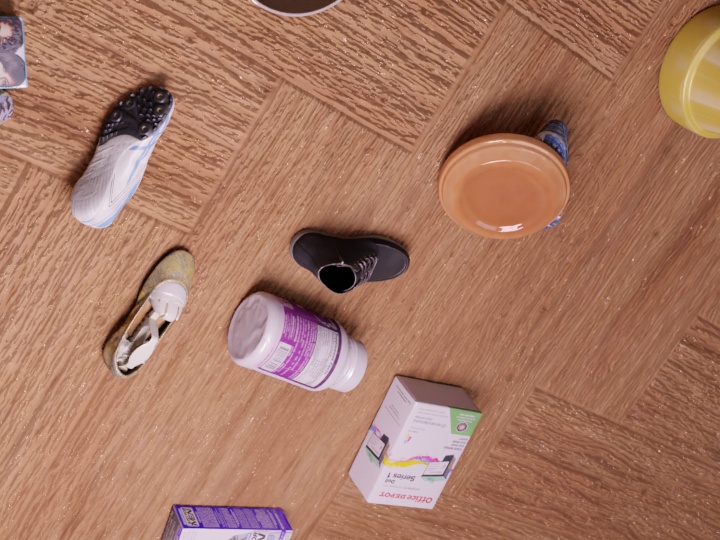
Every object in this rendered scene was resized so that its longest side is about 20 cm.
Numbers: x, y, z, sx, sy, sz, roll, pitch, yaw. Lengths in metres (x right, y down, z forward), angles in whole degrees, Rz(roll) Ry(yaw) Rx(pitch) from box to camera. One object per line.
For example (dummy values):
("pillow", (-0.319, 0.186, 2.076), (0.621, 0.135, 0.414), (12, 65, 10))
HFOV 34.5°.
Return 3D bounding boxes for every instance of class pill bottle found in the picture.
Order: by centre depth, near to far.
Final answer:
("pill bottle", (-0.088, 0.112, 1.711), (0.199, 0.112, 0.113), (24, 105, -36))

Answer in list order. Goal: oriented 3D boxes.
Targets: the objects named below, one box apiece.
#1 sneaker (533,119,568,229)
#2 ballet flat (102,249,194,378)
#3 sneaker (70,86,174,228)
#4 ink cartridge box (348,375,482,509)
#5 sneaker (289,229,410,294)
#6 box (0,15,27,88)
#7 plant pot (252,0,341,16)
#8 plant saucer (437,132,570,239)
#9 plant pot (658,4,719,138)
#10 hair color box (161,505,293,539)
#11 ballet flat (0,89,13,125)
("sneaker", (0.288, -0.146, 1.779), (0.201, 0.076, 0.086), (95, 19, -50))
("ballet flat", (-0.286, 0.066, 1.608), (0.070, 0.071, 0.201), (30, 101, -37))
("sneaker", (-0.300, -0.146, 1.484), (0.201, 0.072, 0.072), (-56, 161, 4))
("ink cartridge box", (0.089, 0.288, 1.926), (0.143, 0.084, 0.202), (13, 112, -33))
("sneaker", (0.000, 0.000, 1.694), (0.198, 0.106, 0.076), (5, 116, -30))
("box", (-0.483, -0.245, 1.317), (0.197, 0.049, 0.084), (-7, 105, -24))
("plant pot", (-0.102, -0.414, 1.336), (0.185, 0.200, 0.190), (-13, 123, -21))
("plant saucer", (0.212, -0.115, 1.720), (0.197, 0.038, 0.202), (4, 136, 3))
("plant pot", (0.594, -0.284, 1.790), (0.198, 0.189, 0.203), (-13, 123, -20))
("hair color box", (-0.219, 0.441, 1.867), (0.198, 0.065, 0.110), (9, 114, -30))
("ballet flat", (-0.501, -0.172, 1.351), (0.198, 0.072, 0.073), (-9, 122, -24))
